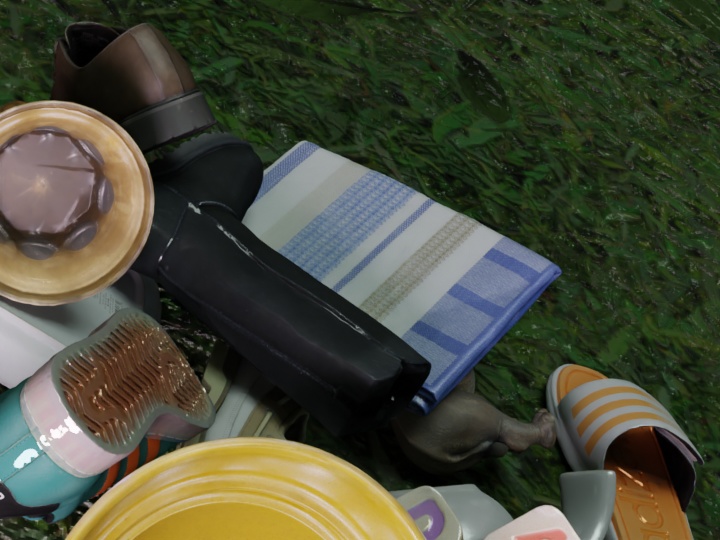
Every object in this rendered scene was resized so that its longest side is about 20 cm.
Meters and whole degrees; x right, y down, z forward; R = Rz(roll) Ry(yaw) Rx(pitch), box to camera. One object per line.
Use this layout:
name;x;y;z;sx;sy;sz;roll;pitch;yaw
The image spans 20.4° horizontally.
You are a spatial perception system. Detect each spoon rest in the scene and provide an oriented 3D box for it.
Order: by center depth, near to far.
spoon rest;0.071;0.145;1.099;0.199;0.099;0.061;-1;82;-46

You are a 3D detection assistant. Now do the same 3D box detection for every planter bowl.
planter bowl;-0.062;0.177;0.915;0.199;0.083;0.202;2;85;-19

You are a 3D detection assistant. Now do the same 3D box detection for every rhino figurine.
rhino figurine;0.036;0.046;1.211;0.087;0.060;0.200;-6;44;-26

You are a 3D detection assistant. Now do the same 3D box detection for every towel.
towel;0.000;0.000;1.199;0.199;0.024;0.147;27;50;24

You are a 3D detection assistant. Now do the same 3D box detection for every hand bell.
hand bell;-0.178;-0.059;1.080;0.104;0.105;0.200;17;11;-19

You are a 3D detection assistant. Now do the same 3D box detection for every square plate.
square plate;-0.185;-0.001;1.064;0.198;0.028;0.200;33;19;-17

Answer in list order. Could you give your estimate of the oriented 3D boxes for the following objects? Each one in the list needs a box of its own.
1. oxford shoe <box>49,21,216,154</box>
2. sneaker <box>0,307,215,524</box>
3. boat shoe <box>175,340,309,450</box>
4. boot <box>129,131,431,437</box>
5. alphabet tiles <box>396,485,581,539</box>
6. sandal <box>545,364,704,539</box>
oxford shoe;-0.147;-0.102;1.157;0.072;0.200;0.085;-26;96;-30
sneaker;-0.131;0.070;0.932;0.072;0.080;0.200;57;13;5
boat shoe;-0.065;0.109;1.043;0.068;0.075;0.200;20;34;-5
boot;-0.041;0.006;1.123;0.199;0.066;0.165;32;30;19
alphabet tiles;0.041;0.201;0.962;0.195;0.015;0.200;-27;58;-11
sandal;0.177;0.124;1.219;0.079;0.059;0.207;11;39;-27
